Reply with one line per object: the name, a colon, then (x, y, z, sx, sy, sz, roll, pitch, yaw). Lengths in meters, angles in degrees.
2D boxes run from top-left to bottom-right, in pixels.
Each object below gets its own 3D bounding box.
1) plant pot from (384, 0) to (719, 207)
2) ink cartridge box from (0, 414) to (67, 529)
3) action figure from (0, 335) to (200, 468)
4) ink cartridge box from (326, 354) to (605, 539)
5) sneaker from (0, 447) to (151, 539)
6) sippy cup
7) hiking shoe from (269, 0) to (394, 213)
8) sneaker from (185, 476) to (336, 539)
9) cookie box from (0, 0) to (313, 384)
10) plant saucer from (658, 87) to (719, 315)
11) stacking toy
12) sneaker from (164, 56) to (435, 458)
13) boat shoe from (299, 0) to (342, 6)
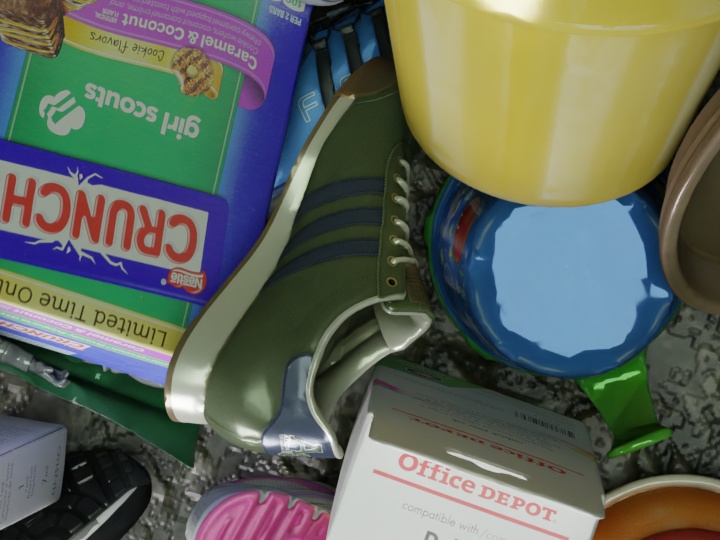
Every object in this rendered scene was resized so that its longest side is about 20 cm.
plant pot: (0.088, -0.138, 0.969, 0.201, 0.201, 0.189, 7, 136, 2)
ink cartridge box: (-0.265, 0.088, 1.080, 0.200, 0.176, 0.045, 9, 97, 15)
action figure: (-0.149, 0.018, 1.113, 0.200, 0.055, 0.118, 18, 87, -22)
ink cartridge box: (0.049, 0.103, 1.073, 0.117, 0.200, 0.067, 19, 98, 0)
sneaker: (-0.176, 0.177, 1.171, 0.200, 0.076, 0.088, -40, 123, 0)
sippy cup: (0.099, -0.006, 1.092, 0.178, 0.130, 0.140, 32, 98, -2)
hiking shoe: (0.005, -0.107, 1.111, 0.087, 0.074, 0.200, 29, 98, -2)
sneaker: (-0.002, 0.150, 1.145, 0.200, 0.088, 0.081, 28, 93, -23)
cookie box: (-0.125, -0.066, 1.057, 0.171, 0.075, 0.200, 19, 75, -29)
plant saucer: (0.214, -0.058, 1.012, 0.200, 0.200, 0.029, -38, 56, 7)
stacking toy: (0.161, 0.186, 1.076, 0.146, 0.200, 0.146, 0, 97, 0)
sneaker: (0.000, 0.000, 1.024, 0.090, 0.067, 0.200, 23, 68, 23)
boat shoe: (0.033, -0.210, 1.073, 0.070, 0.066, 0.200, 43, 75, -35)
